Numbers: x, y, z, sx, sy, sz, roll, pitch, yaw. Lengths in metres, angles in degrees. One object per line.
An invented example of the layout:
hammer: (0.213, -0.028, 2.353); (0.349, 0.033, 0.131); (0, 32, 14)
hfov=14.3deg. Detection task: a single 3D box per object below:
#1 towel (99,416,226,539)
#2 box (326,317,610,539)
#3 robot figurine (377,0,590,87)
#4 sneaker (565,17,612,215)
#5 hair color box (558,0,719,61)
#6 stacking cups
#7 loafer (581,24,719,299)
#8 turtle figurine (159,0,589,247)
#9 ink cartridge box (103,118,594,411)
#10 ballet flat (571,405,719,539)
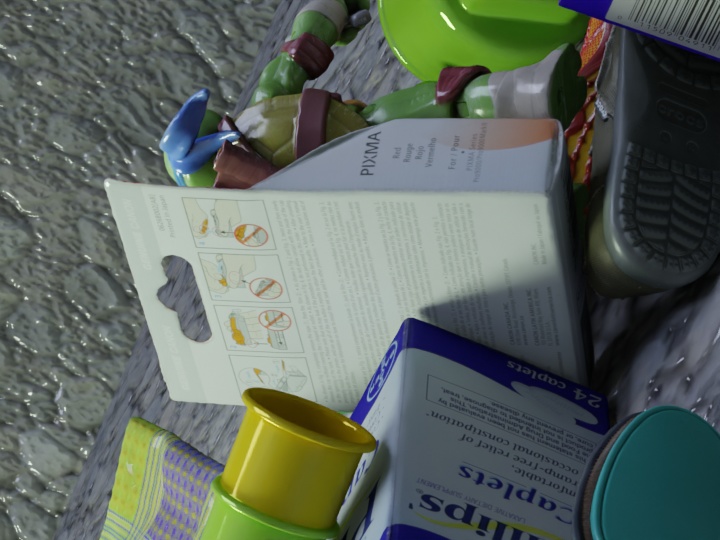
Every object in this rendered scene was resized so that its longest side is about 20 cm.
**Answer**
towel: (-0.094, 0.155, 1.341); (0.200, 0.023, 0.144); (30, 98, 64)
box: (0.022, 0.154, 1.229); (0.200, 0.105, 0.184); (-85, 20, -62)
robot figurine: (0.077, -0.168, 1.695); (0.200, 0.115, 0.176); (154, 118, -76)
sneaker: (0.137, -0.097, 1.387); (0.077, 0.073, 0.201); (49, -124, -64)
hair color box: (0.167, -0.191, 1.248); (0.065, 0.109, 0.200); (111, 178, -60)
stacking cups: (-0.057, 0.151, 1.184); (0.061, 0.060, 0.200); (-121, 52, -79)
loafer: (0.130, -0.071, 1.276); (0.070, 0.075, 0.200); (-45, 22, 54)
turtle figurine: (0.018, -0.060, 1.368); (0.200, 0.193, 0.144); (43, -126, -62)
ink cartridge box: (0.000, 0.000, 1.289); (0.162, 0.199, 0.050); (77, -159, -49)
ballet flat: (0.097, 0.127, 0.994); (0.200, 0.073, 0.073); (-84, 20, -56)
